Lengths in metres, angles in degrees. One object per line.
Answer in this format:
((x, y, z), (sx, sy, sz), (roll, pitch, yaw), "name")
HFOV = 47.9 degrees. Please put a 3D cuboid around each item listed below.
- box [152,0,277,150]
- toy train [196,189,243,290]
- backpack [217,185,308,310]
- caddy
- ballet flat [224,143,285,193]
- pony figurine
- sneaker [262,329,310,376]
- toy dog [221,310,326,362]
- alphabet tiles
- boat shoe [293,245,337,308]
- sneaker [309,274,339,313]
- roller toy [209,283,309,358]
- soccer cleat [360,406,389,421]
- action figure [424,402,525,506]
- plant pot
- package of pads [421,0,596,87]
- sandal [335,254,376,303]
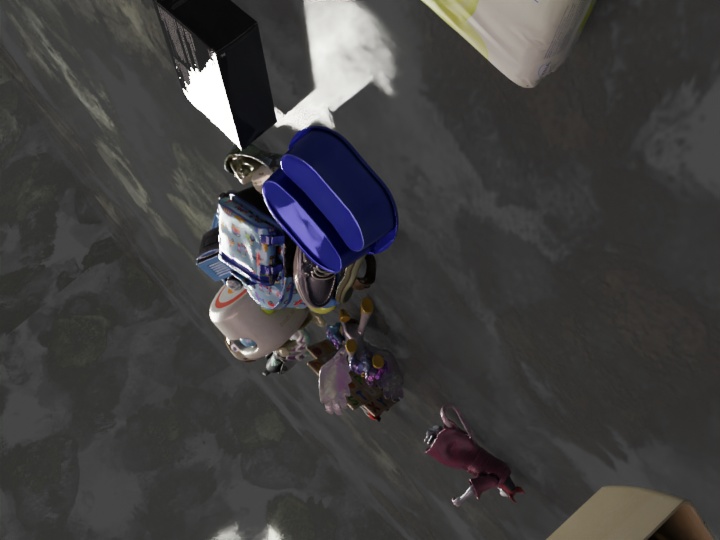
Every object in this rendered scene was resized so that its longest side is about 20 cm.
((-0.198, -0.289, 1.133), (0.141, 0.078, 0.201), (45, 162, 22), "box")
((-0.233, -0.062, 1.511), (0.085, 0.203, 0.114), (-16, 137, 27), "toy train")
((-0.157, -0.025, 1.384), (0.182, 0.133, 0.203), (34, 131, 36), "backpack")
((-0.037, -0.098, 1.102), (0.201, 0.105, 0.141), (49, 140, 0), "caddy")
((-0.160, -0.159, 1.325), (0.199, 0.074, 0.075), (27, 153, 49), "ballet flat")
((-0.003, 0.158, 1.510), (0.200, 0.163, 0.197), (119, 140, -75), "pony figurine")
((-0.194, 0.206, 2.028), (0.077, 0.140, 0.201), (40, 161, 23), "sneaker")
((-0.208, 0.110, 1.767), (0.193, 0.200, 0.141), (32, 156, 39), "toy dog")
((-0.015, 0.210, 1.636), (0.199, 0.165, 0.006), (42, 119, 20), "alphabet tiles")
((-0.061, -0.013, 1.266), (0.093, 0.073, 0.204), (-128, 30, -55), "boat shoe")
((-0.093, -0.010, 1.490), (0.104, 0.076, 0.201), (-12, 123, 52), "sneaker")
((-0.192, 0.072, 1.600), (0.140, 0.181, 0.201), (50, -166, -22), "roller toy")
((0.004, 0.265, 1.802), (0.085, 0.069, 0.201), (31, 160, 34), "soccer cleat")
((0.213, 0.338, 1.459), (0.198, 0.134, 0.151), (30, 115, 16), "action figure")
((0.355, 0.404, 1.071), (0.201, 0.199, 0.177), (53, 172, -15), "plant pot")
((0.084, -0.243, 0.571), (0.200, 0.068, 0.155), (45, 162, 13), "package of pads")
((0.000, 0.001, 1.266), (0.056, 0.081, 0.201), (15, 156, -6), "sandal")
